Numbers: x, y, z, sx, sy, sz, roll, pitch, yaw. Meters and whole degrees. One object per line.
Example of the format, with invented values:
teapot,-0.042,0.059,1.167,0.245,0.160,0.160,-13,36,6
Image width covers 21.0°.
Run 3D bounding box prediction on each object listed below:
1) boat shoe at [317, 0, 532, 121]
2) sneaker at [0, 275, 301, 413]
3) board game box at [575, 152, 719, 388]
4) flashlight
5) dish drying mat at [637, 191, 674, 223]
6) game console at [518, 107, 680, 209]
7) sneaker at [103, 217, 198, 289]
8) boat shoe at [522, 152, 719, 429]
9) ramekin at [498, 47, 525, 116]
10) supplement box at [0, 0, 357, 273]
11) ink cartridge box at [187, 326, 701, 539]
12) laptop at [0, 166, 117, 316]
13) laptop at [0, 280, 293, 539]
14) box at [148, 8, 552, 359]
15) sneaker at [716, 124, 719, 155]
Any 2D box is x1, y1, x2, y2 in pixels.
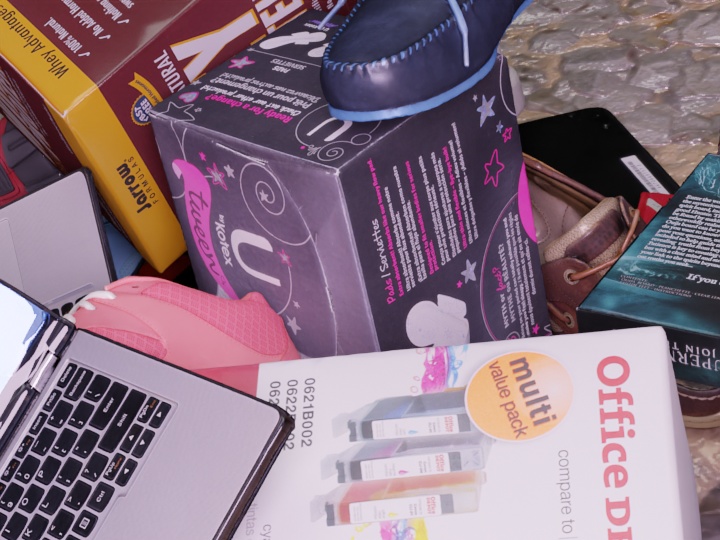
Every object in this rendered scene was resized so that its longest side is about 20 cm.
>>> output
boat shoe,0.030,-0.132,0.850,0.083,0.069,0.200,3,33,21
sneaker,-0.110,0.044,0.817,0.199,0.074,0.087,3,56,-35
board game box,0.206,0.008,0.790,0.198,0.028,0.135,12,38,32
flashlight,-0.222,-0.049,1.140,0.199,0.067,0.069,-22,53,43
dish drying mat,0.235,-0.009,0.988,0.198,0.018,0.077,5,35,16
game console,0.093,-0.025,1.085,0.175,0.031,0.200,-13,32,-11
sneaker,-0.156,0.018,1.062,0.199,0.079,0.090,-31,39,-26
boat shoe,0.113,-0.001,0.949,0.072,0.072,0.200,-40,57,-7
ramekin,-0.012,-0.113,1.132,0.198,0.106,0.200,-19,14,5
supplement box,-0.103,-0.150,0.992,0.200,0.133,0.197,-41,55,-11
ink cartridge box,0.029,0.125,0.723,0.198,0.145,0.146,-6,53,9
laptop,-0.202,0.076,0.894,0.186,0.202,0.115,-21,-11,34
laptop,-0.162,0.082,0.664,0.199,0.116,0.188,17,72,45
box,0.000,0.000,0.910,0.131,0.202,0.114,19,42,41
sneaker,0.205,-0.053,0.957,0.079,0.087,0.201,-1,28,1
